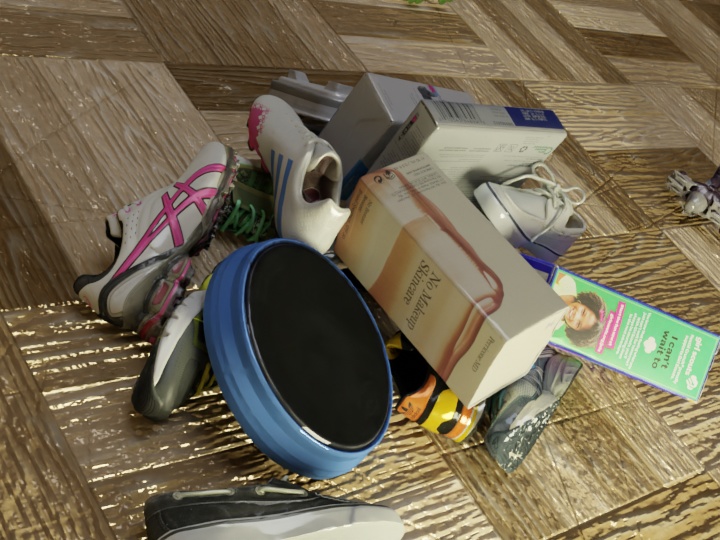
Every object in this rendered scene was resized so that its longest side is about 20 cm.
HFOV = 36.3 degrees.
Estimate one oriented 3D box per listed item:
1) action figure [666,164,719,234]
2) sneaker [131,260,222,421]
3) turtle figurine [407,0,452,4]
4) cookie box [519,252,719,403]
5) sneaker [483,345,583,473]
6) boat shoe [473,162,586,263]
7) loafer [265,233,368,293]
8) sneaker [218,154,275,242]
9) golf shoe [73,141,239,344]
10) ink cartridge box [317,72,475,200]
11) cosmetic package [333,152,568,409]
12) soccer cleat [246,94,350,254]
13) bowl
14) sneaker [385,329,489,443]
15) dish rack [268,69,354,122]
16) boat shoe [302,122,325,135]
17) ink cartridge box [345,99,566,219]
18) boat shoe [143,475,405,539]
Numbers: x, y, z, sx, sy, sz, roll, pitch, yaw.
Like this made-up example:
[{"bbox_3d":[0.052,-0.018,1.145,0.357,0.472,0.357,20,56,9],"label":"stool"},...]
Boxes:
[{"bbox_3d":[0.525,-0.108,1.631,0.198,0.070,0.131,-21,67,-46],"label":"action figure"},{"bbox_3d":[-0.114,0.059,0.887,0.084,0.075,0.201,32,34,-1],"label":"sneaker"},{"bbox_3d":[0.073,-0.508,1.760,0.143,0.198,0.197,15,52,-62],"label":"turtle figurine"},{"bbox_3d":[0.235,0.051,1.117,0.197,0.076,0.171,21,3,-16],"label":"cookie box"},{"bbox_3d":[0.141,0.119,1.033,0.086,0.079,0.200,32,24,12],"label":"sneaker"},{"bbox_3d":[0.190,-0.064,1.135,0.201,0.086,0.075,24,32,-56],"label":"boat shoe"},{"bbox_3d":[0.000,0.000,1.062,0.196,0.073,0.063,-2,44,-28],"label":"loafer"},{"bbox_3d":[-0.101,-0.058,1.055,0.198,0.077,0.089,-16,64,-46],"label":"sneaker"},{"bbox_3d":[-0.167,-0.041,0.929,0.091,0.073,0.202,27,55,-6],"label":"golf shoe"},{"bbox_3d":[0.057,-0.130,1.144,0.198,0.115,0.069,2,52,-44],"label":"ink cartridge box"},{"bbox_3d":[0.075,0.006,0.970,0.086,0.104,0.200,-23,60,-36],"label":"cosmetic package"},{"bbox_3d":[-0.051,-0.102,1.018,0.069,0.086,0.203,17,43,-37],"label":"soccer cleat"},{"bbox_3d":[-0.044,0.066,0.894,0.200,0.039,0.203,37,38,-36],"label":"bowl"},{"bbox_3d":[0.062,0.065,1.027,0.089,0.070,0.202,21,37,-22],"label":"sneaker"},{"bbox_3d":[-0.001,-0.187,1.256,0.197,0.044,0.171,8,11,-34],"label":"dish rack"},{"bbox_3d":[0.003,-0.121,1.217,0.197,0.066,0.074,2,43,-38],"label":"boat shoe"},{"bbox_3d":[0.084,-0.089,1.119,0.194,0.200,0.044,-4,56,-42],"label":"ink cartridge box"},{"bbox_3d":[-0.058,0.178,0.786,0.197,0.071,0.064,5,43,-32],"label":"boat shoe"}]
